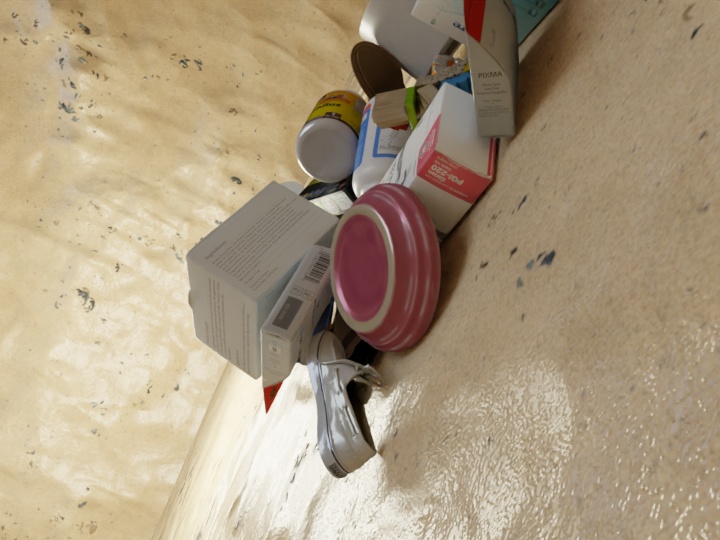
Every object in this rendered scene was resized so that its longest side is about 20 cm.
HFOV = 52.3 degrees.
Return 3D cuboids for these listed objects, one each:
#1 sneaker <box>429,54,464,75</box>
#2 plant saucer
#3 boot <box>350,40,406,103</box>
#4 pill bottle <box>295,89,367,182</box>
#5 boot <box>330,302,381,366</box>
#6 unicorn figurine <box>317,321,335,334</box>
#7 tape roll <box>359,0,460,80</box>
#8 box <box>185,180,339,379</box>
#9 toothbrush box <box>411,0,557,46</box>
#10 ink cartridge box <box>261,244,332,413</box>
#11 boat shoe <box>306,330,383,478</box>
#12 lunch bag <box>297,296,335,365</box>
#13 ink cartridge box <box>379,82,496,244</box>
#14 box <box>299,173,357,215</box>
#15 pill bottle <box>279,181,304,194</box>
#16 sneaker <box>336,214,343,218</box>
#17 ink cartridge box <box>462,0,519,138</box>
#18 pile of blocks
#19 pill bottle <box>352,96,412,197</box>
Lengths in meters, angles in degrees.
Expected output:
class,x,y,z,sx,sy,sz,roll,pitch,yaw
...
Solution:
class,x,y,z,sx,sy,sz,roll,pitch,yaw
sneaker,0.121,-0.235,1.086,0.078,0.077,0.201,110,180,-49
plant saucer,0.019,-0.003,0.876,0.200,0.050,0.203,4,95,60
boot,0.037,-0.301,1.257,0.074,0.200,0.155,-42,20,-2
pill bottle,-0.039,-0.238,1.249,0.110,0.108,0.201,-58,9,32
boot,0.002,0.072,1.021,0.202,0.070,0.146,-67,18,1
unicorn figurine,0.000,0.000,1.148,0.201,0.073,0.138,-80,10,-56
tape roll,0.110,-0.424,1.193,0.203,0.139,0.203,-52,-2,-3
box,-0.143,0.014,1.090,0.200,0.130,0.200,-47,-21,-35
toothbrush box,0.174,-0.376,0.924,0.200,0.145,0.086,-45,22,62
ink cartridge box,-0.081,0.089,1.004,0.201,0.047,0.161,96,-164,-48
boat shoe,-0.010,0.140,0.874,0.086,0.075,0.203,-30,37,17
lunch bag,-0.096,0.068,1.290,0.201,0.131,0.137,-81,3,-52
ink cartridge box,0.087,-0.112,0.936,0.201,0.084,0.147,123,166,-46
box,-0.023,-0.161,1.284,0.161,0.044,0.199,-51,22,-25
pill bottle,-0.109,-0.081,1.441,0.201,0.112,0.114,59,-137,-52
sneaker,-0.009,-0.048,1.317,0.201,0.075,0.088,-97,3,-52
ink cartridge box,0.150,-0.277,0.820,0.201,0.047,0.161,76,-159,-44
pile of blocks,0.111,-0.226,0.984,0.198,0.063,0.082,-24,38,0
pill bottle,0.046,-0.162,1.127,0.112,0.111,0.202,134,149,-58
